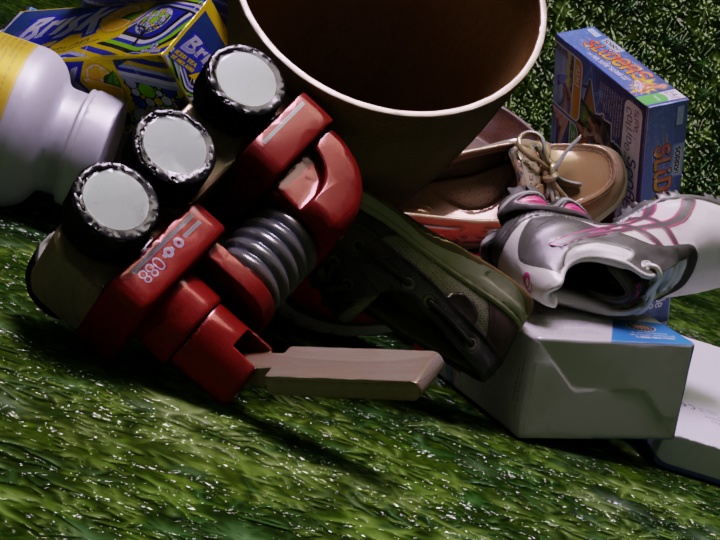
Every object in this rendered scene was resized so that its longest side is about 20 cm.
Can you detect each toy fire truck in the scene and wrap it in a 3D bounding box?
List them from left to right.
[{"bbox_3d":[-0.046,-0.003,1.018,0.200,0.129,0.176,42,52,0],"label":"toy fire truck"}]

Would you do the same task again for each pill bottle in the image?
[{"bbox_3d":[-0.263,-0.109,1.290,0.200,0.112,0.112,19,9,-1],"label":"pill bottle"}]

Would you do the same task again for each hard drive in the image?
[{"bbox_3d":[0.236,0.094,1.328,0.132,0.025,0.200,17,19,-14],"label":"hard drive"}]

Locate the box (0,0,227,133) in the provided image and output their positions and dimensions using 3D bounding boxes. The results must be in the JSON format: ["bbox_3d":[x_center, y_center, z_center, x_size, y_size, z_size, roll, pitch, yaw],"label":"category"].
[{"bbox_3d":[-0.176,-0.140,1.349,0.200,0.064,0.070,3,-45,40],"label":"box"}]

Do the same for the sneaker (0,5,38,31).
[{"bbox_3d":[-0.278,-0.163,1.514,0.199,0.073,0.072,-12,-1,13],"label":"sneaker"}]

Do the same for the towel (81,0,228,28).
[{"bbox_3d":[-0.135,-0.155,1.381,0.144,0.024,0.200,21,-29,9],"label":"towel"}]

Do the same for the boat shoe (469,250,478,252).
[{"bbox_3d":[0.121,-0.005,1.441,0.069,0.084,0.200,-17,16,-32],"label":"boat shoe"}]

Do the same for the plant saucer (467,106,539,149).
[{"bbox_3d":[0.044,-0.084,1.466,0.200,0.035,0.200,8,33,-5],"label":"plant saucer"}]

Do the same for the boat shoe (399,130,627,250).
[{"bbox_3d":[0.091,-0.052,1.344,0.199,0.073,0.063,-15,-23,-6],"label":"boat shoe"}]

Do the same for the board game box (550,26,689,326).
[{"bbox_3d":[0.186,-0.062,1.433,0.034,0.200,0.135,-13,34,-20],"label":"board game box"}]

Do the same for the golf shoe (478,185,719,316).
[{"bbox_3d":[0.176,-0.001,1.235,0.199,0.077,0.088,0,34,-23],"label":"golf shoe"}]

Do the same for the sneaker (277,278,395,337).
[{"bbox_3d":[-0.034,-0.027,1.288,0.077,0.085,0.200,-13,39,-33],"label":"sneaker"}]

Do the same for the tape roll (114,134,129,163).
[{"bbox_3d":[-0.144,-0.072,1.477,0.200,0.066,0.200,20,9,-3],"label":"tape roll"}]

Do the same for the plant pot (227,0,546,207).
[{"bbox_3d":[-0.003,-0.111,1.185,0.186,0.187,0.200,19,-35,-2],"label":"plant pot"}]

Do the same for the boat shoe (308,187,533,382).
[{"bbox_3d":[0.005,0.000,1.138,0.201,0.066,0.072,27,-23,-9],"label":"boat shoe"}]

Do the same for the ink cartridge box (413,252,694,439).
[{"bbox_3d":[0.113,0.044,1.265,0.116,0.067,0.200,3,15,-23],"label":"ink cartridge box"}]

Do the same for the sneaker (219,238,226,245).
[{"bbox_3d":[-0.096,-0.014,1.176,0.075,0.082,0.200,18,9,-9],"label":"sneaker"}]
